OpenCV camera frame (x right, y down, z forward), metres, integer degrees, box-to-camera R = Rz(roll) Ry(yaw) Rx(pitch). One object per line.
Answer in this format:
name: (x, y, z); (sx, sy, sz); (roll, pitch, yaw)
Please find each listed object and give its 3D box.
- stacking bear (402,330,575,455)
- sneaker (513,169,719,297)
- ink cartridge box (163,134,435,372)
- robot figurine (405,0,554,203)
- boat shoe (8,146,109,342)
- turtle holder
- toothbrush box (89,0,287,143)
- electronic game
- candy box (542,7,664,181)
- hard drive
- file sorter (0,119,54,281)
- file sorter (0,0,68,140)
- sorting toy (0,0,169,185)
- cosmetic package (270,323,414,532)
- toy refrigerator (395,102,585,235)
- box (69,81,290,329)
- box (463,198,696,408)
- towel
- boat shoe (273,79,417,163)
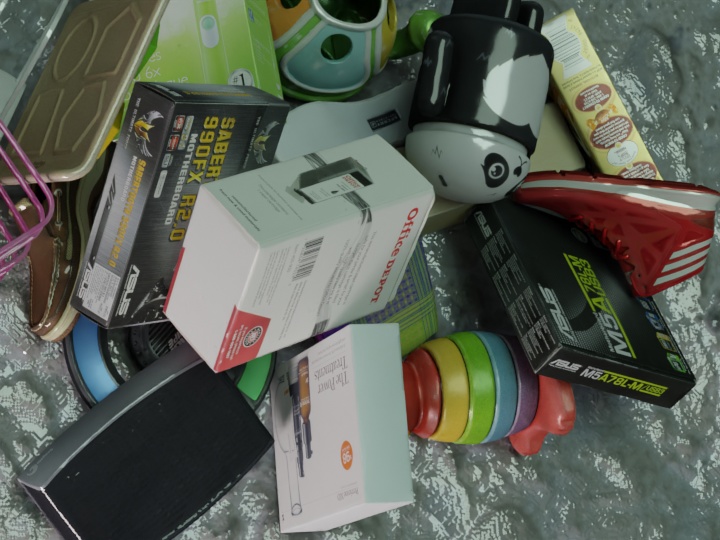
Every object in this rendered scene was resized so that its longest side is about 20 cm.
stacking bear: (0.080, 0.115, 1.593); (0.199, 0.121, 0.114); (-3, 70, -21)
sneaker: (0.240, -0.033, 1.637); (0.199, 0.078, 0.116); (6, 97, 7)
ink cartridge box: (-0.051, -0.017, 1.432); (0.199, 0.147, 0.083); (-19, 54, -40)
robot figurine: (0.113, -0.162, 1.588); (0.150, 0.125, 0.201); (15, 81, -12)
boat shoe: (-0.275, -0.037, 1.490); (0.075, 0.075, 0.203); (21, 56, -30)
turtle holder: (-0.020, -0.227, 1.628); (0.185, 0.132, 0.141); (34, 64, -12)
toothbrush box: (-0.160, -0.219, 1.549); (0.145, 0.086, 0.201); (-12, 78, 12)
electronic game: (-0.168, 0.061, 1.529); (0.199, 0.042, 0.201); (7, 72, -23)
candy box: (0.234, -0.158, 1.729); (0.055, 0.115, 0.201); (-27, 88, 2)
hard drive: (-0.177, 0.164, 1.468); (0.200, 0.042, 0.135); (-38, 104, -17)
file sorter: (-0.345, -0.044, 1.387); (0.125, 0.200, 0.139); (-35, 92, -28)
file sorter: (-0.357, -0.224, 1.442); (0.199, 0.125, 0.139); (30, 21, -15)
sorting toy: (-0.228, -0.151, 1.428); (0.036, 0.185, 0.201); (36, 71, -29)
cosmetic package: (-0.020, 0.141, 1.485); (0.051, 0.200, 0.152); (-1, 75, -24)
toy refrigerator: (0.116, -0.097, 1.691); (0.199, 0.070, 0.076); (-19, 77, -28)
box: (-0.149, -0.056, 1.427); (0.158, 0.048, 0.201); (-6, 120, -57)
box: (0.210, 0.029, 1.635); (0.193, 0.048, 0.201); (19, 36, -38)
towel: (0.000, 0.000, 1.590); (0.143, 0.023, 0.201); (-31, 118, -27)
boat shoe: (-0.011, -0.131, 1.639); (0.199, 0.070, 0.071); (-23, 84, -29)
